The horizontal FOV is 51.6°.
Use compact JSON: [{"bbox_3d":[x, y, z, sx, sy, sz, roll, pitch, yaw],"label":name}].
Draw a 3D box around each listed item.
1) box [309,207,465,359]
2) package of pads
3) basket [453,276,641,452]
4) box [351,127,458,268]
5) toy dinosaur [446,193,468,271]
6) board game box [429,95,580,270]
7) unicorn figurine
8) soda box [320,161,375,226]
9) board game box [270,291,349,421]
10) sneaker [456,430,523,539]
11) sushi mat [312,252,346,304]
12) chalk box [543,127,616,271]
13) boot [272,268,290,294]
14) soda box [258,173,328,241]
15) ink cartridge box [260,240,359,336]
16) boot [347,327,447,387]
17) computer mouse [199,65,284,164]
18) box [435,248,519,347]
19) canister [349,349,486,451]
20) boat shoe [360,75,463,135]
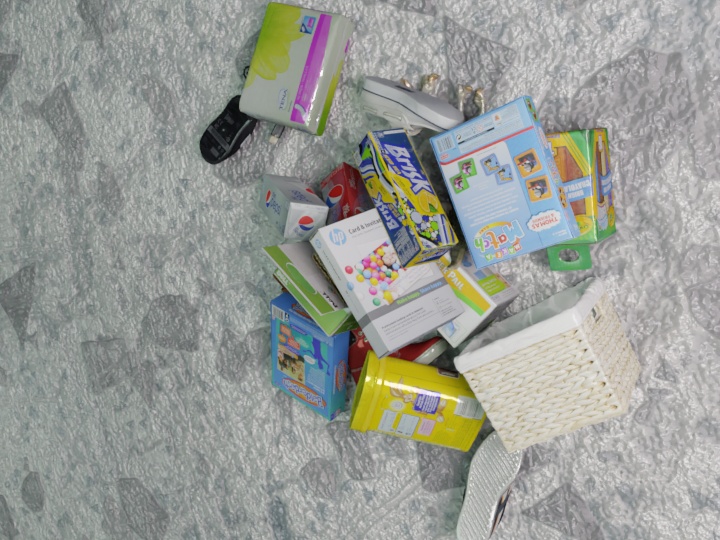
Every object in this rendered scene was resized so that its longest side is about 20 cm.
[{"bbox_3d":[0.040,0.009,1.085,0.200,0.156,0.041,59,145,12],"label":"box"},{"bbox_3d":[-0.114,-0.345,1.270,0.154,0.068,0.200,19,96,24],"label":"package of pads"},{"bbox_3d":[0.280,0.132,1.078,0.200,0.198,0.161,-30,87,30],"label":"basket"},{"bbox_3d":[0.063,-0.108,1.095,0.064,0.070,0.200,-45,63,53],"label":"box"},{"bbox_3d":[0.172,-0.055,1.148,0.088,0.200,0.047,19,136,-10],"label":"toy dinosaur"},{"bbox_3d":[0.197,-0.117,1.029,0.151,0.037,0.200,-20,88,34],"label":"board game box"},{"bbox_3d":[0.138,-0.227,1.172,0.200,0.074,0.138,32,115,39],"label":"unicorn figurine"},{"bbox_3d":[-0.014,-0.086,1.215,0.063,0.070,0.200,-42,37,29],"label":"soda box"},{"bbox_3d":[-0.094,0.156,1.343,0.152,0.045,0.200,27,130,28],"label":"board game box"},{"bbox_3d":[0.212,0.355,1.232,0.078,0.079,0.200,22,85,19],"label":"sneaker"},{"bbox_3d":[0.000,0.000,1.210,0.012,0.200,0.096,-43,76,27],"label":"sushi mat"},{"bbox_3d":[0.290,-0.096,1.069,0.125,0.124,0.200,-4,97,31],"label":"chalk box"},{"bbox_3d":[-0.066,0.019,1.321,0.200,0.074,0.155,-39,83,32],"label":"boot"},{"bbox_3d":[-0.118,-0.110,1.272,0.200,0.068,0.064,-133,52,-62],"label":"soda box"},{"bbox_3d":[-0.076,0.029,1.176,0.148,0.200,0.076,48,114,16],"label":"ink cartridge box"},{"bbox_3d":[0.045,0.124,1.285,0.200,0.072,0.144,-33,81,34],"label":"boot"},{"bbox_3d":[-0.203,-0.261,1.373,0.140,0.046,0.200,42,106,20],"label":"computer mouse"},{"bbox_3d":[0.134,0.007,1.185,0.200,0.112,0.101,48,118,15],"label":"box"},{"bbox_3d":[0.094,0.214,1.202,0.200,0.087,0.149,13,131,-3],"label":"canister"},{"bbox_3d":[0.072,-0.239,1.136,0.200,0.072,0.066,32,120,34],"label":"boat shoe"}]
